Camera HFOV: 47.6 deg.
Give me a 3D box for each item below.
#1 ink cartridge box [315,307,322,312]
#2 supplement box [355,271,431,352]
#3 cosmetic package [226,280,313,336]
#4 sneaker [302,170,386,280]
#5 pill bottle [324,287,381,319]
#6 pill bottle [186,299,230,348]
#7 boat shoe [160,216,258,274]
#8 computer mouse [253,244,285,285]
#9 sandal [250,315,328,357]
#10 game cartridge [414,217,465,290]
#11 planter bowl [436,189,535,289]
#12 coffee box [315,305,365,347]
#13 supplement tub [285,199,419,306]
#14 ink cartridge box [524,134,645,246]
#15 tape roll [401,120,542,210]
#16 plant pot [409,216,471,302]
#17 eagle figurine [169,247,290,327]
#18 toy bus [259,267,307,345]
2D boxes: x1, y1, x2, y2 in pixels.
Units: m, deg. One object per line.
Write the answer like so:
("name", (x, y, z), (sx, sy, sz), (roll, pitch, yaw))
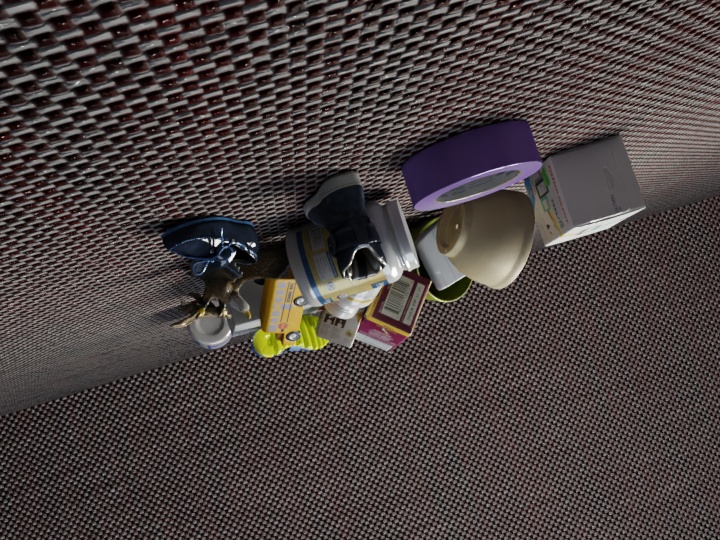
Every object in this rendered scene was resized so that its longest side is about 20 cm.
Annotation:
("ink cartridge box", (-0.165, 0.060, 1.905), (0.200, 0.045, 0.176), (-16, -159, -17))
("supplement box", (0.060, 0.084, 1.741), (0.103, 0.131, 0.200), (24, 161, -4))
("cosmetic package", (-0.190, 0.049, 1.723), (0.200, 0.123, 0.199), (-15, 173, -12))
("sneaker", (-0.025, -0.051, 1.221), (0.077, 0.146, 0.202), (-18, 175, -12))
("pill bottle", (0.000, 0.000, 1.564), (0.104, 0.104, 0.200), (-11, 144, -45))
("pill bottle", (-0.368, 0.135, 2.016), (0.112, 0.112, 0.200), (-16, 174, -11))
("boat shoe", (-0.203, -0.037, 1.188), (0.084, 0.069, 0.200), (-22, 172, 31))
("computer mouse", (-0.111, -0.036, 1.570), (0.200, 0.046, 0.140), (-33, 164, 22))
("sandal", (-0.158, 0.144, 1.766), (0.200, 0.080, 0.087), (-4, 170, -36))
("game cartridge", (0.218, -0.063, 1.736), (0.200, 0.133, 0.042), (-31, -166, -13))
("planter bowl", (0.234, -0.076, 1.615), (0.135, 0.201, 0.200), (14, 162, -19))
("coffee box", (-0.025, 0.048, 1.707), (0.080, 0.200, 0.114), (19, -177, -6))
("supplement tub", (-0.013, -0.033, 1.393), (0.200, 0.145, 0.145), (-18, 174, 7))
("ink cartridge box", (0.428, -0.149, 1.582), (0.146, 0.147, 0.200), (-16, 173, -5))
("tape roll", (0.165, -0.153, 1.215), (0.200, 0.066, 0.200), (-18, 174, -2))
("plant pot", (0.123, -0.019, 1.857), (0.187, 0.187, 0.200), (-12, -176, -40))
("eagle figurine", (-0.227, 0.016, 1.423), (0.200, 0.151, 0.152), (-55, -170, 35))
("toy bus", (-0.145, 0.059, 1.543), (0.078, 0.065, 0.200), (0, 138, -16))
